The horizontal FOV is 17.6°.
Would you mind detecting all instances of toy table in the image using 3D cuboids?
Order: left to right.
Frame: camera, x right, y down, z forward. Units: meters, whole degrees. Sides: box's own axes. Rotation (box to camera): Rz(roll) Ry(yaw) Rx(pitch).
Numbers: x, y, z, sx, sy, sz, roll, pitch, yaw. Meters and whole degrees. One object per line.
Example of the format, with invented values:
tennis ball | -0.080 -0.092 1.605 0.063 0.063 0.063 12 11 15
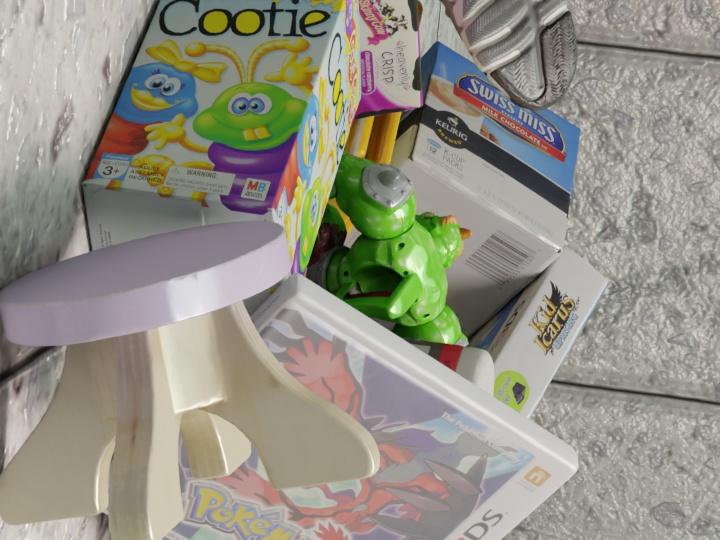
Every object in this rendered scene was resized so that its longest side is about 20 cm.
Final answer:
toy table | -0.088 0.050 1.085 0.200 0.183 0.117 -25 107 -65

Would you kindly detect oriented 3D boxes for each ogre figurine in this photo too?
ogre figurine | 0.000 0.000 1.407 0.098 0.120 0.200 -20 110 -45

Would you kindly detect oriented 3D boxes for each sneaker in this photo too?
sneaker | 0.071 -0.197 1.559 0.200 0.075 0.115 61 -13 -6

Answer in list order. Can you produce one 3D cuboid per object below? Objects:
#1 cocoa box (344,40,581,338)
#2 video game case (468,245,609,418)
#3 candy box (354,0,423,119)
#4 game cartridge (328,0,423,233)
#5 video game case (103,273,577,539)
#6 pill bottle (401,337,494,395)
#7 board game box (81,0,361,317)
cocoa box | 0.045 -0.036 1.663 0.200 0.133 0.131 -46 -160 41
video game case | 0.074 0.091 1.639 0.181 0.045 0.200 -56 -172 -31
candy box | -0.009 -0.214 1.462 0.136 0.061 0.200 85 -7 -55
game cartridge | -0.019 -0.064 1.566 0.200 0.032 0.177 120 -13 -45
video game case | -0.015 0.112 1.262 0.182 0.200 0.023 -46 -154 25
pill bottle | -0.028 0.087 1.351 0.111 0.200 0.111 8 90 -81
board game box | -0.070 -0.072 1.271 0.105 0.103 0.200 88 13 -46
